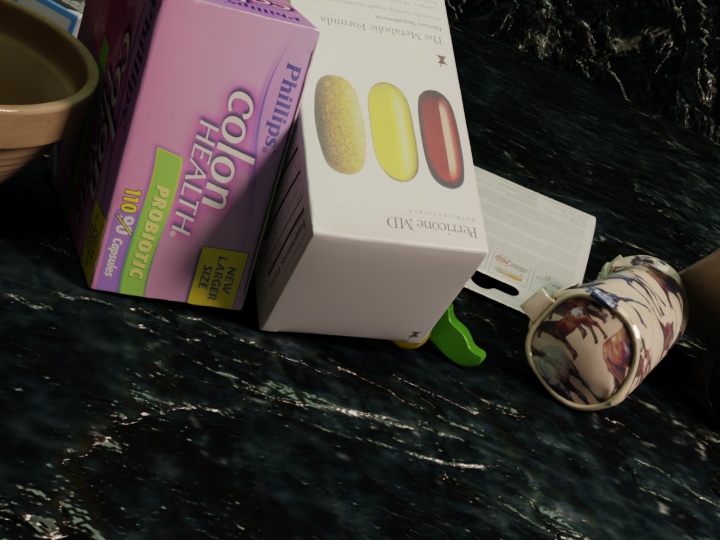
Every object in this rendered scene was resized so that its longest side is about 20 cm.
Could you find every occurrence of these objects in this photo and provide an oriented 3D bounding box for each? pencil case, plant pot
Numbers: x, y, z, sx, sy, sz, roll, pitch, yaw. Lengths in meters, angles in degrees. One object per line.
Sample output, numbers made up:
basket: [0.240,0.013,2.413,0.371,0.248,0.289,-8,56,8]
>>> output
pencil case: [0.181,0.037,0.939,0.090,0.077,0.200,61,25,5]
plant pot: [-0.260,-0.100,0.762,0.199,0.093,0.201,18,24,-8]

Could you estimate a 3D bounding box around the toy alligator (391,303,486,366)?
toy alligator: [0.000,0.000,0.871,0.198,0.055,0.059,26,17,12]

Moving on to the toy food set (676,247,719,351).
toy food set: [0.318,0.026,1.016,0.143,0.061,0.200,38,-13,2]

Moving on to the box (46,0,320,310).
box: [-0.120,-0.102,0.812,0.096,0.178,0.200,9,21,-25]

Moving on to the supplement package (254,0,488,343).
supplement package: [-0.003,-0.071,0.806,0.112,0.110,0.202,5,57,-20]

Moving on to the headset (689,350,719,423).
headset: [0.306,0.110,0.938,0.122,0.095,0.200,21,1,-5]

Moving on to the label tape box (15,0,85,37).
label tape box: [-0.261,-0.233,1.243,0.142,0.067,0.199,30,20,24]

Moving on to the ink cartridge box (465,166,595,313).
ink cartridge box: [0.111,-0.016,1.116,0.161,0.057,0.201,23,37,3]
